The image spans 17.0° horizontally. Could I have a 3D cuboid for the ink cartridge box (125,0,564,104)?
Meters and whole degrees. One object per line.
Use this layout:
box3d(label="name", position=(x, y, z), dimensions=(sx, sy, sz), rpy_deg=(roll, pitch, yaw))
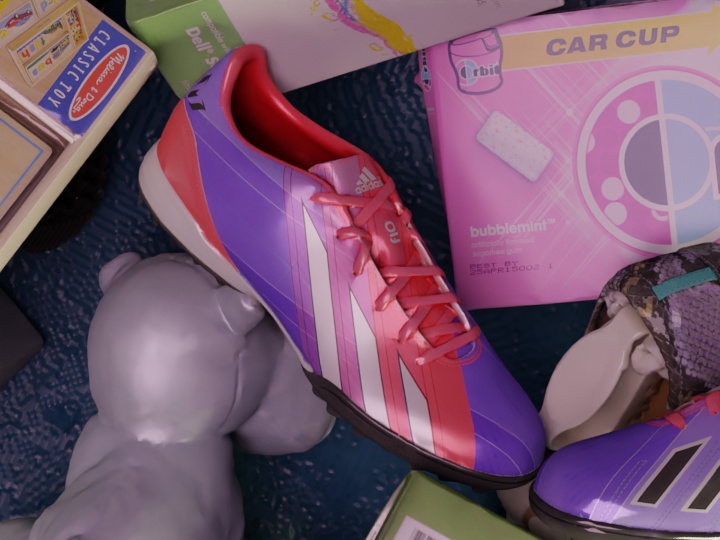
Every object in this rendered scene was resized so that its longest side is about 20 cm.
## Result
box3d(label="ink cartridge box", position=(0.011, -0.146, 0.945), dimensions=(0.199, 0.067, 0.118), rpy_deg=(-16, 50, 16))

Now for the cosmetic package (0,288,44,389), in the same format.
box3d(label="cosmetic package", position=(-0.281, 0.048, 1.019), dimensions=(0.200, 0.167, 0.166), rpy_deg=(-44, 84, 16))

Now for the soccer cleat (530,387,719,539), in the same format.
box3d(label="soccer cleat", position=(0.157, 0.054, 0.858), dimensions=(0.199, 0.068, 0.074), rpy_deg=(-6, 112, -10))

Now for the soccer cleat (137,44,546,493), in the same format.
box3d(label="soccer cleat", position=(0.000, 0.000, 0.906), dimensions=(0.200, 0.068, 0.073), rpy_deg=(44, 123, 17))

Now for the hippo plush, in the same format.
box3d(label="hippo plush", position=(-0.092, 0.075, 0.991), dimensions=(0.159, 0.200, 0.162), rpy_deg=(1, 77, 44))

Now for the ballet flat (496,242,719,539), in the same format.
box3d(label="ballet flat", position=(0.089, 0.068, 0.942), dimensions=(0.072, 0.072, 0.201), rpy_deg=(31, 131, 9))

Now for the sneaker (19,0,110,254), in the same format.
box3d(label="sneaker", position=(-0.152, -0.111, 1.006), dimensions=(0.090, 0.070, 0.201), rpy_deg=(22, 116, 33))

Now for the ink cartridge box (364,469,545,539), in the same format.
box3d(label="ink cartridge box", position=(0.070, 0.153, 0.943), dimensions=(0.147, 0.200, 0.076), rpy_deg=(28, 84, 9))

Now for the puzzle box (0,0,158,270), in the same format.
box3d(label="puzzle box", position=(-0.187, -0.041, 0.909), dimensions=(0.133, 0.025, 0.200), rpy_deg=(36, 84, 3))

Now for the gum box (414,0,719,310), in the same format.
box3d(label="gum box", position=(0.123, -0.051, 0.957), dimensions=(0.199, 0.066, 0.114), rpy_deg=(-5, 96, 15))
